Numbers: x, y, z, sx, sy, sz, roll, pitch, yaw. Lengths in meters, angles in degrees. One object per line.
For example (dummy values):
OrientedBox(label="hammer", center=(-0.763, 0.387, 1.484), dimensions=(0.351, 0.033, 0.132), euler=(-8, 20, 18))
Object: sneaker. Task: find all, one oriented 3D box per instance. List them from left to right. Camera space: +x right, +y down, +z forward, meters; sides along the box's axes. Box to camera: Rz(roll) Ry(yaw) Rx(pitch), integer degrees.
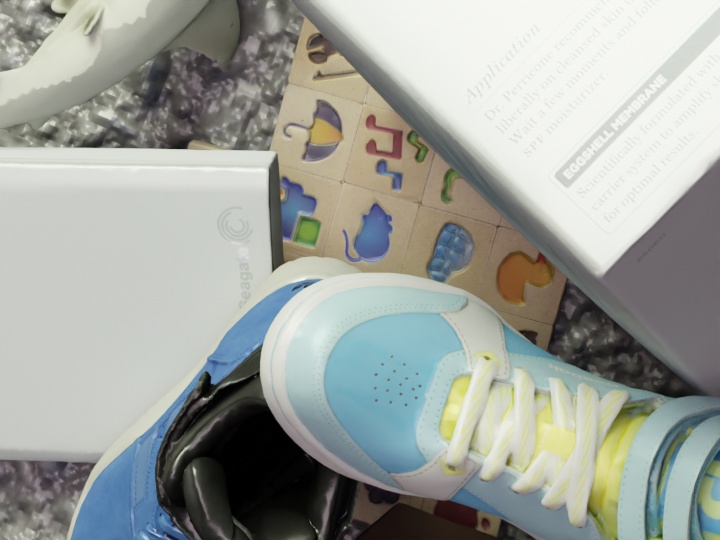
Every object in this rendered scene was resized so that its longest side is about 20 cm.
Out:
OrientedBox(label="sneaker", center=(-0.060, 0.094, 0.863), dimensions=(0.077, 0.111, 0.200), euler=(35, 111, -10))
OrientedBox(label="sneaker", center=(0.072, 0.057, 0.774), dimensions=(0.200, 0.131, 0.080), euler=(22, 83, -32))

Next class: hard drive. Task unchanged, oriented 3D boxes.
OrientedBox(label="hard drive", center=(-0.130, 0.015, 0.918), dimensions=(0.200, 0.026, 0.132), euler=(1, 113, 8))

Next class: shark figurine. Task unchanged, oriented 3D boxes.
OrientedBox(label="shark figurine", center=(-0.094, -0.095, 0.911), dimensions=(0.214, 0.090, 0.128), euler=(-46, 52, 0))

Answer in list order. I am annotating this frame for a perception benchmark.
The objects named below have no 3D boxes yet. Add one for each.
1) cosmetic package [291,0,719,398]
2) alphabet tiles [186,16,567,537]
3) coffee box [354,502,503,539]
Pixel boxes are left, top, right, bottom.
OrientedBox(label="cosmetic package", center=(0.079, -0.076, 0.791), dimensions=(0.123, 0.199, 0.200), euler=(-45, 65, 3))
OrientedBox(label="alphabet tiles", center=(0.000, 0.000, 0.934), dimensions=(0.167, 0.008, 0.200), euler=(16, 95, 7))
OrientedBox(label="coffee box", center=(0.008, 0.205, 0.856), dimensions=(0.080, 0.114, 0.200), euler=(20, 113, 20))
